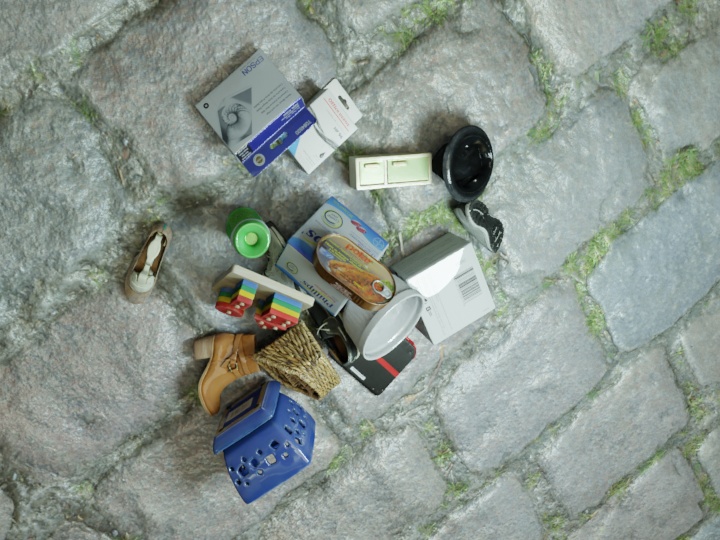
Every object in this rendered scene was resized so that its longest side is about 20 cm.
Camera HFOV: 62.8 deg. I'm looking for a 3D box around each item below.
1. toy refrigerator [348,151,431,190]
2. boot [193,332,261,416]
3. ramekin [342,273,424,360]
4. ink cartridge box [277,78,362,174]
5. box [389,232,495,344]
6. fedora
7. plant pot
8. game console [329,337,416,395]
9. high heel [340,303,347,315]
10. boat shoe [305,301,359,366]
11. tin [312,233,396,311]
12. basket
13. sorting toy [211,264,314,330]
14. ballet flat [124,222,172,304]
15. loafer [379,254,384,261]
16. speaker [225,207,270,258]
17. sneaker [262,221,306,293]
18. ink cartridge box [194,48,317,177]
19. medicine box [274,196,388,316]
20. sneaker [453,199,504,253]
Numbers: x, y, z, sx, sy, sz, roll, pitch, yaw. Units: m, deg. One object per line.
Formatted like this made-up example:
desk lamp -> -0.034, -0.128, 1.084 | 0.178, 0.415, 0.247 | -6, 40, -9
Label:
toy refrigerator -> 0.074, -0.245, 1.442 | 0.195, 0.070, 0.078 | -6, 106, -15
boot -> -0.315, 0.251, 1.428 | 0.151, 0.074, 0.205 | -6, 102, -1
ramekin -> 0.049, 0.101, 1.400 | 0.198, 0.105, 0.202 | -34, 151, -22
ink cartridge box -> -0.089, -0.336, 1.367 | 0.200, 0.068, 0.116 | -44, 112, -3
box -> 0.211, 0.043, 1.526 | 0.197, 0.131, 0.202 | -29, 111, -8
fedora -> 0.243, -0.265, 1.464 | 0.198, 0.091, 0.206 | -12, 107, -41
plant pot -> -0.237, 0.399, 1.430 | 0.198, 0.200, 0.181 | -33, 104, 8
game console -> 0.039, 0.216, 1.574 | 0.177, 0.031, 0.200 | -46, 111, 4
high heel -> -0.022, 0.115, 1.478 | 0.067, 0.096, 0.201 | 40, 95, 4
boat shoe -> -0.078, 0.144, 1.460 | 0.072, 0.067, 0.202 | -38, 85, 30
tin -> -0.014, 0.004, 1.260 | 0.199, 0.042, 0.113 | 37, 52, -2
basket -> -0.143, 0.246, 1.419 | 0.147, 0.144, 0.201 | -34, 151, -7
sorting toy -> -0.234, 0.077, 1.351 | 0.197, 0.198, 0.071 | 24, 68, -20
ballet flat -> -0.481, -0.012, 1.326 | 0.067, 0.067, 0.204 | 19, 98, -20
loafer -> 0.000, 0.000, 1.479 | 0.073, 0.072, 0.201 | 41, 89, -21
speaker -> -0.251, -0.086, 1.308 | 0.086, 0.200, 0.091 | -4, 106, -16
sneaker -> -0.210, -0.008, 1.409 | 0.114, 0.076, 0.204 | -27, 113, -11
ink cartridge box -> -0.228, -0.345, 1.295 | 0.199, 0.041, 0.201 | -42, 87, -3
medicine box -> -0.063, -0.036, 1.352 | 0.181, 0.103, 0.201 | 39, 47, 0
sneaker -> 0.315, -0.119, 1.556 | 0.200, 0.078, 0.075 | 43, 69, -37
